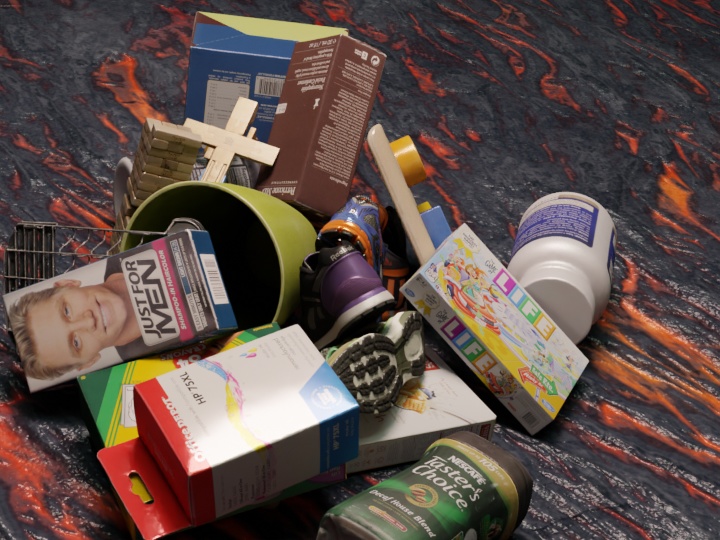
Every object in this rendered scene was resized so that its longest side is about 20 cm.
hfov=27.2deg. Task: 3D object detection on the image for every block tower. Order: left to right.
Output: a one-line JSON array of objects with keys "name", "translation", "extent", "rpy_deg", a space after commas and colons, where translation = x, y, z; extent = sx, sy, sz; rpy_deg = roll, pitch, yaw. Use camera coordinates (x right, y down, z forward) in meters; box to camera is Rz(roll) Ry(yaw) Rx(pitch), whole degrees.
[{"name": "block tower", "translation": [-0.226, -0.066, 1.595], "extent": [0.054, 0.201, 0.058], "rpy_deg": [11, 26, -23]}]

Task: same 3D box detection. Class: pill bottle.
[{"name": "pill bottle", "translation": [-0.181, -0.086, 1.743], "extent": [0.199, 0.107, 0.106], "rpy_deg": [-5, 32, -26]}, {"name": "pill bottle", "translation": [0.225, 0.003, 1.683], "extent": [0.119, 0.120, 0.200], "rpy_deg": [13, 28, 7]}]

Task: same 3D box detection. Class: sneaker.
[{"name": "sneaker", "translation": [-0.027, 0.024, 1.491], "extent": [0.075, 0.200, 0.088], "rpy_deg": [-26, 82, -25]}, {"name": "sneaker", "translation": [-0.005, -0.037, 1.696], "extent": [0.077, 0.113, 0.200], "rpy_deg": [-15, 37, -37]}, {"name": "sneaker", "translation": [-0.004, 0.093, 1.430], "extent": [0.088, 0.077, 0.200], "rpy_deg": [-9, 5, 25]}, {"name": "sneaker", "translation": [0.000, 0.000, 1.553], "extent": [0.075, 0.201, 0.079], "rpy_deg": [21, 56, 12]}]

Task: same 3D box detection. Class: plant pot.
[{"name": "plant pot", "translation": [-0.125, -0.011, 1.575], "extent": [0.186, 0.188, 0.200], "rpy_deg": [19, 15, 18]}]

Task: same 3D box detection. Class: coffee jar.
[{"name": "coffee jar", "translation": [0.060, 0.214, 1.289], "extent": [0.104, 0.086, 0.200], "rpy_deg": [27, 33, 30]}]

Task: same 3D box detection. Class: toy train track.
[{"name": "toy train track", "translation": [-0.162, -0.102, 1.673], "extent": [0.114, 0.033, 0.201], "rpy_deg": [19, 68, 10]}]

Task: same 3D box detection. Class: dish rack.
[{"name": "dish rack", "translation": [-0.255, 0.023, 1.476], "extent": [0.199, 0.155, 0.055], "rpy_deg": [4, 9, 10]}]

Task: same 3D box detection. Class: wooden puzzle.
[{"name": "wooden puzzle", "translation": [0.061, -0.078, 1.666], "extent": [0.046, 0.186, 0.200], "rpy_deg": [-23, 3, 3]}]

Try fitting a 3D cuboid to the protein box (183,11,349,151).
[{"name": "protein box", "translation": [-0.120, -0.195, 1.858], "extent": [0.197, 0.201, 0.135], "rpy_deg": [6, 28, -5]}]

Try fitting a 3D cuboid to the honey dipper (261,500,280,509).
[{"name": "honey dipper", "translation": [-0.119, 0.156, 1.401], "extent": [0.038, 0.038, 0.200], "rpy_deg": [-5, 35, -23]}]

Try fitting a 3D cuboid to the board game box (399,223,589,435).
[{"name": "board game box", "translation": [0.141, 0.058, 1.540], "extent": [0.200, 0.034, 0.134], "rpy_deg": [47, 34, -2]}]

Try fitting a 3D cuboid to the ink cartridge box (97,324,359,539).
[{"name": "ink cartridge box", "translation": [-0.113, 0.135, 1.255], "extent": [0.199, 0.068, 0.116], "rpy_deg": [-20, 46, -23]}]

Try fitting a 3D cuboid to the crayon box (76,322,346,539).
[{"name": "crayon box", "translation": [-0.135, 0.142, 1.344], "extent": [0.199, 0.059, 0.173], "rpy_deg": [-15, 41, -19]}]

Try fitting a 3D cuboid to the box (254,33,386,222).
[{"name": "box", "translation": [-0.048, -0.160, 1.690], "extent": [0.075, 0.201, 0.100], "rpy_deg": [19, -11, -34]}]

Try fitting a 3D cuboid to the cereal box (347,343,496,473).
[{"name": "cereal box", "translation": [0.014, 0.134, 1.467], "extent": [0.199, 0.040, 0.144], "rpy_deg": [-8, 33, -28]}]

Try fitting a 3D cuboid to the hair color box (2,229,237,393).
[{"name": "hair color box", "translation": [-0.227, 0.040, 1.407], "extent": [0.199, 0.101, 0.060], "rpy_deg": [-19, -5, 13]}]
